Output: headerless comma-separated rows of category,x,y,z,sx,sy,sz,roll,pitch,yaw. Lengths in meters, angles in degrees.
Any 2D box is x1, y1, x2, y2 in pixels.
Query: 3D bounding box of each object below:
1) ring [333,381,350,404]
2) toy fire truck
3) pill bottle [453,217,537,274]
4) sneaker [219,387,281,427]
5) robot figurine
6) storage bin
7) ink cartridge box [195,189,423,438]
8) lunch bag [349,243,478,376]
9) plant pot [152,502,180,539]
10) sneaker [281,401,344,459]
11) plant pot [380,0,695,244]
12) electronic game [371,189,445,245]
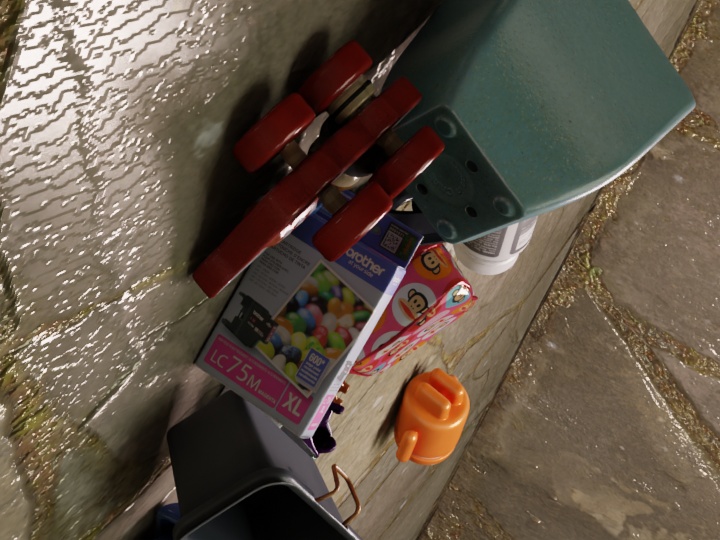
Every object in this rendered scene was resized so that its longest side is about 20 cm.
ring,-0.059,0.213,1.615,0.202,0.019,0.200,-62,179,-1
toy fire truck,-0.038,-0.072,1.030,0.200,0.112,0.168,-47,-174,-40
pill bottle,0.179,-0.085,1.735,0.113,0.112,0.201,-52,165,-28
sneaker,-0.071,0.096,1.259,0.202,0.088,0.075,-64,164,17
robot figurine,0.119,0.249,2.220,0.201,0.115,0.145,104,-10,-51
storage bin,-0.082,0.201,1.180,0.145,0.135,0.200,-32,137,7
ink cartridge box,-0.044,0.027,1.139,0.202,0.118,0.042,-59,165,1
lunch bag,0.032,0.050,1.354,0.175,0.082,0.200,-38,170,1
plant pot,-0.157,0.357,1.291,0.181,0.198,0.201,-59,168,-33
sneaker,-0.075,0.199,1.462,0.074,0.087,0.201,-47,161,-41
plant pot,0.127,-0.135,1.136,0.200,0.197,0.195,-47,-165,-32
electronic game,0.090,-0.069,1.317,0.200,0.197,0.042,-42,123,-51
